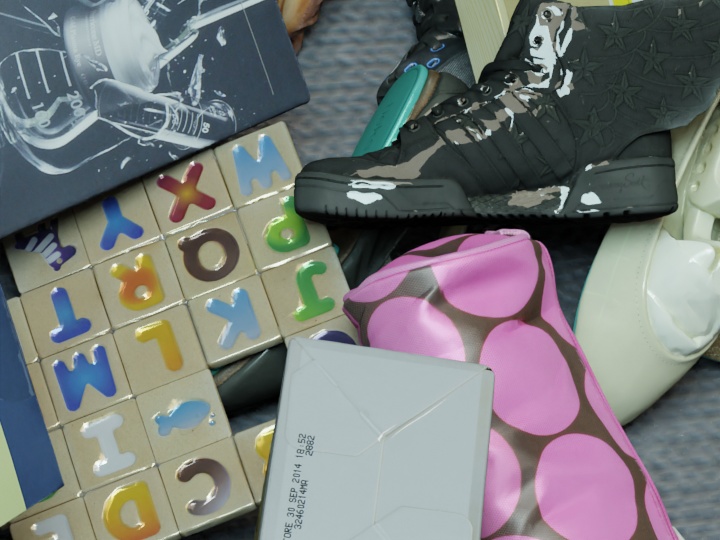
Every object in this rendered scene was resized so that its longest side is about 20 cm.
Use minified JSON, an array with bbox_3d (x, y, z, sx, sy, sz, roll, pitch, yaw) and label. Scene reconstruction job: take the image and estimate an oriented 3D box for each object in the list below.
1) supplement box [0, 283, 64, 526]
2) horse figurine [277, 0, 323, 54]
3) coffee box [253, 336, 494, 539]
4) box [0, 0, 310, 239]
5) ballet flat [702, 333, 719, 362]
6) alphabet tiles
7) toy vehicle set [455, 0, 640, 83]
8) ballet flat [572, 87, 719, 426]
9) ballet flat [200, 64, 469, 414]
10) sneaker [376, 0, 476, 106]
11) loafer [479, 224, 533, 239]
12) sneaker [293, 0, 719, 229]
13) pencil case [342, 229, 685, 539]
[{"bbox_3d":[-0.256,0.051,1.006,0.199,0.135,0.199,10,33,45],"label":"supplement box"},{"bbox_3d":[0.013,-0.210,1.302,0.050,0.200,0.133,34,31,-33],"label":"horse figurine"},{"bbox_3d":[-0.005,0.131,1.031,0.079,0.200,0.114,9,54,-2],"label":"coffee box"},{"bbox_3d":[-0.148,-0.131,1.187,0.182,0.104,0.201,-26,103,-28],"label":"box"},{"bbox_3d":[0.213,0.019,1.243,0.199,0.065,0.071,18,55,1],"label":"ballet flat"},{"bbox_3d":[-0.099,0.039,1.151,0.199,0.008,0.168,-21,61,-1],"label":"alphabet tiles"},{"bbox_3d":[0.136,-0.094,1.267,0.199,0.026,0.125,-5,77,-38],"label":"toy vehicle set"},{"bbox_3d":[0.150,-0.023,1.199,0.069,0.069,0.201,21,78,3],"label":"ballet flat"},{"bbox_3d":[0.000,0.000,1.201,0.068,0.068,0.200,41,72,-14],"label":"ballet flat"},{"bbox_3d":[0.038,-0.123,1.301,0.112,0.073,0.200,-27,65,-28],"label":"sneaker"},{"bbox_3d":[0.061,0.068,1.175,0.071,0.063,0.201,2,55,-11],"label":"loafer"},{"bbox_3d":[0.068,-0.072,1.160,0.199,0.060,0.105,-1,87,-12],"label":"sneaker"},{"bbox_3d":[0.074,0.077,1.094,0.093,0.091,0.201,-27,85,-6],"label":"pencil case"}]
